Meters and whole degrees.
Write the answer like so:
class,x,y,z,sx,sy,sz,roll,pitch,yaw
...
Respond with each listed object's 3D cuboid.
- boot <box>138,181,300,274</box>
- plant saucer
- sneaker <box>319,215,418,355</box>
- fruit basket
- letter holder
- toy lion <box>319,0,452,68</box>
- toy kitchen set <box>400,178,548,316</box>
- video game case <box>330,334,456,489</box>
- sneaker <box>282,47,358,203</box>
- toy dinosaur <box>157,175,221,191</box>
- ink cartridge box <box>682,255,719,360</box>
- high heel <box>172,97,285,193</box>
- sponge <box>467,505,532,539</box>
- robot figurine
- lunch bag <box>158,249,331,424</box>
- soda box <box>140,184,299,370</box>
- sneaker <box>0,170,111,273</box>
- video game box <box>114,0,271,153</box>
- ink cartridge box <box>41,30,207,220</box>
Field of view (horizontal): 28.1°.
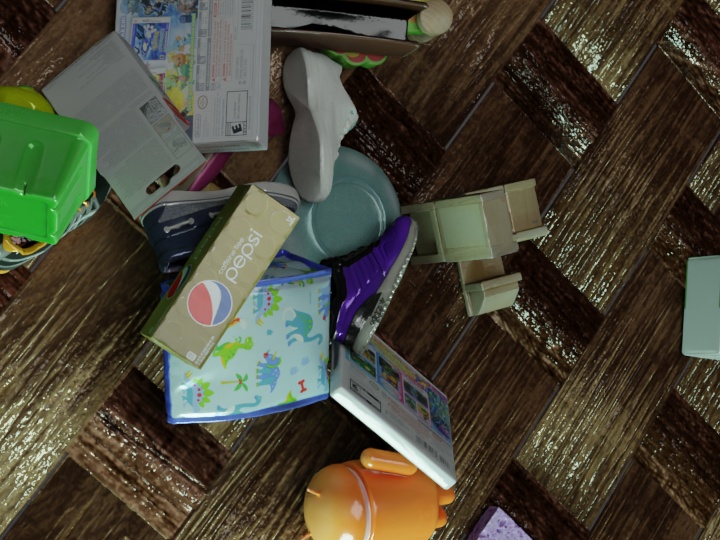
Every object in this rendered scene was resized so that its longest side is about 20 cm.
class,x,y,z,sx,sy,sz,roll,pitch,yaw
boot,-0.152,-0.043,1.655,0.200,0.073,0.091,-8,61,-27
plant saucer,-0.023,-0.061,1.818,0.201,0.039,0.202,2,85,-29
sneaker,0.000,0.000,1.767,0.099,0.070,0.200,24,58,3
fruit basket,-0.378,-0.142,1.539,0.215,0.156,0.216,6,59,-10
letter holder,-0.019,-0.327,1.745,0.199,0.142,0.101,3,89,-15
toy lion,0.014,-0.363,1.855,0.191,0.069,0.201,-8,90,-22
toy kitchen set,0.193,-0.028,1.857,0.200,0.180,0.164,-14,94,-32
video game case,0.039,0.156,1.778,0.200,0.182,0.024,41,111,-21
sneaker,-0.040,-0.178,1.788,0.088,0.075,0.201,8,70,-37
toy dinosaur,-0.201,-0.070,1.721,0.200,0.058,0.101,30,56,-20
ink cartridge box,0.578,0.063,2.124,0.200,0.084,0.145,9,82,-29
high heel,-0.150,-0.137,1.719,0.096,0.067,0.200,51,54,-33
sponge,0.212,0.419,1.922,0.200,0.030,0.112,45,67,-19
robot figurine,0.016,0.286,1.770,0.200,0.144,0.117,-4,72,-30
lunch bag,-0.142,0.078,1.673,0.200,0.127,0.171,-13,110,-37
soda box,-0.153,0.005,1.565,0.068,0.064,0.200,35,80,-17
sneaker,-0.342,-0.070,1.617,0.078,0.077,0.200,49,64,-15
video game box,-0.195,-0.233,1.658,0.182,0.047,0.201,-1,78,12
ink cartridge box,-0.257,-0.158,1.610,0.109,0.050,0.200,-38,72,4
